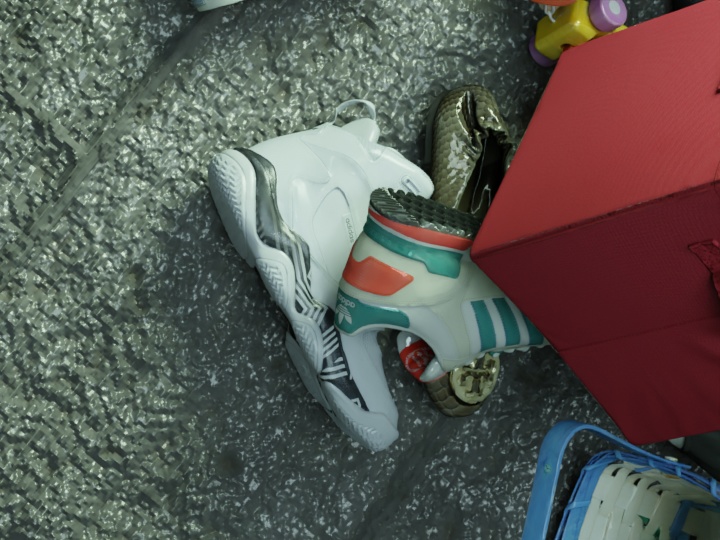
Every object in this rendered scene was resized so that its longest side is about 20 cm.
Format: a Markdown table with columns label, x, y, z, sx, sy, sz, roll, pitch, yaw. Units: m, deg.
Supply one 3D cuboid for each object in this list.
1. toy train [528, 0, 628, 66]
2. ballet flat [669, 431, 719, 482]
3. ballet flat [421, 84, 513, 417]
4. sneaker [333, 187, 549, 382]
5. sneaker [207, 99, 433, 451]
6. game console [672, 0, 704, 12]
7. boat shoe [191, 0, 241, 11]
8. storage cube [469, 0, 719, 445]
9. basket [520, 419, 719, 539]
| label | x | y | z | sx | sy | sz | roll | pitch | yaw |
| --- | --- | --- | --- | --- | --- | --- | --- | --- | --- |
| toy train | 0.168 | -0.143 | 1.364 | 0.198 | 0.150 | 0.056 | 14 | 61 | -4 |
| ballet flat | 0.184 | 0.047 | 1.432 | 0.068 | 0.068 | 0.202 | -17 | 86 | -5 |
| ballet flat | 0.067 | -0.012 | 1.394 | 0.067 | 0.046 | 0.202 | 4 | 88 | -46 |
| sneaker | 0.066 | 0.022 | 1.345 | 0.199 | 0.070 | 0.094 | 19 | 103 | -38 |
| sneaker | 0.000 | 0.000 | 1.367 | 0.114 | 0.075 | 0.201 | -29 | 96 | -11 |
| game console | 0.292 | -0.132 | 1.478 | 0.174 | 0.116 | 0.202 | -2 | 92 | 14 |
| boat shoe | -0.016 | -0.217 | 1.360 | 0.200 | 0.070 | 0.072 | -23 | 101 | -12 |
| storage cube | 0.197 | -0.031 | 1.282 | 0.171 | 0.179 | 0.201 | 47 | 50 | -26 |
| basket | 0.158 | 0.194 | 1.375 | 0.199 | 0.139 | 0.178 | 21 | 85 | -46 |
